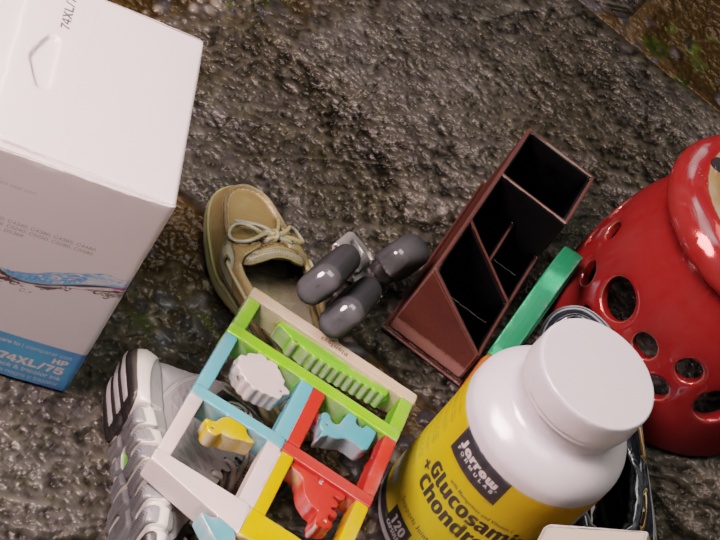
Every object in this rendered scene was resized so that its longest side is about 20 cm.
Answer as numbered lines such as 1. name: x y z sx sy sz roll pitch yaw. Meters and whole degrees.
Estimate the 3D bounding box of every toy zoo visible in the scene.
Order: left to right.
1. toy zoo: -0.050 0.109 1.080 0.131 0.020 0.200 33 41 -5

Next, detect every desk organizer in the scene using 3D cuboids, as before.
1. desk organizer: 0.100 -0.015 1.333 0.072 0.077 0.200 37 44 -1

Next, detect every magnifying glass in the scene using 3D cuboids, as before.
1. magnifying glass: 0.106 0.056 1.290 0.022 0.080 0.200 36 55 8

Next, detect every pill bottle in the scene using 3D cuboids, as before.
1. pill bottle: 0.100 0.119 1.136 0.111 0.200 0.112 17 47 -19

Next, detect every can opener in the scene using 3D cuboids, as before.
1. can opener: 0.000 0.000 1.223 0.053 0.066 0.200 54 15 -1

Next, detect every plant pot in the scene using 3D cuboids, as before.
1. plant pot: 0.270 0.013 1.345 0.199 0.183 0.201 15 50 -19

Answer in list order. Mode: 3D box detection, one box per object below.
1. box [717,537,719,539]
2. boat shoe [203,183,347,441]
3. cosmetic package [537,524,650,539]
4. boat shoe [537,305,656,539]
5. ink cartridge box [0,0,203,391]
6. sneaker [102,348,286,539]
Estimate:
1. box: 0.355 0.222 1.218 0.199 0.153 0.107 4 54 -12
2. boat shoe: -0.055 0.017 1.220 0.073 0.063 0.202 4 54 -29
3. cosmetic package: 0.150 0.262 1.065 0.105 0.071 0.201 -54 133 -45
4. boat shoe: 0.165 0.106 1.239 0.070 0.091 0.201 -15 66 7
5. ink cartridge box: -0.205 -0.055 1.088 0.145 0.200 0.147 20 47 -17
6. sneaker: -0.094 0.140 1.091 0.115 0.075 0.201 14 48 -25
